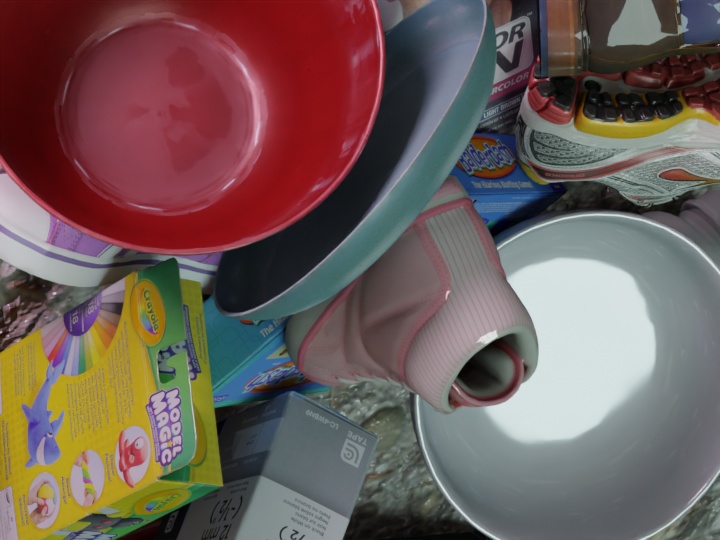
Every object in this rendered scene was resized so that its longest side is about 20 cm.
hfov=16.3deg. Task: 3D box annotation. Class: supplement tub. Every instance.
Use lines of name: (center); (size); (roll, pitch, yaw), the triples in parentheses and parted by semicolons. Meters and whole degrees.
supplement tub: (0.164, 0.054, 1.542); (0.200, 0.145, 0.146); (-32, 138, -6)

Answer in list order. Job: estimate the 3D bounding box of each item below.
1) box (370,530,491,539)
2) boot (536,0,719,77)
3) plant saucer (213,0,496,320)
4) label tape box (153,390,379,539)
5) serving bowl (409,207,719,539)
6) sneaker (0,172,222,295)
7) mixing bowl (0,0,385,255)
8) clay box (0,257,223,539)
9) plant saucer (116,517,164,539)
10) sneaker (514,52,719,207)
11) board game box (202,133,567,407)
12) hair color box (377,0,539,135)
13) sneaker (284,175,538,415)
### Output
box: (0.013, 0.261, 1.672); (0.160, 0.044, 0.200); (5, 125, -55)
boot: (0.139, -0.200, 1.292); (0.097, 0.075, 0.201); (1, 97, 3)
plant saucer: (0.002, -0.051, 1.229); (0.027, 0.200, 0.200); (39, 102, -18)
label tape box: (-0.076, 0.178, 1.419); (0.066, 0.143, 0.200); (30, 67, -17)
serving bowl: (0.117, 0.057, 1.420); (0.200, 0.066, 0.201); (-3, 103, -14)
sneaker: (-0.116, -0.053, 1.319); (0.200, 0.073, 0.114); (3, 124, -49)
mixing bowl: (-0.094, -0.090, 1.232); (0.200, 0.200, 0.108); (-24, 170, -14)
clay box: (-0.138, 0.080, 1.320); (0.048, 0.115, 0.200); (12, 152, -41)
plant saucer: (-0.104, 0.194, 1.568); (0.199, 0.037, 0.200); (-17, 135, -21)
sneaker: (0.176, -0.079, 1.383); (0.199, 0.078, 0.082); (5, 141, -16)
board game box: (0.000, 0.000, 1.388); (0.200, 0.045, 0.152); (-41, 163, 24)
hair color box: (0.037, -0.155, 1.333); (0.100, 0.061, 0.200); (-25, 136, -14)
sneaker: (0.027, 0.040, 1.284); (0.075, 0.105, 0.200); (-25, 165, -27)
